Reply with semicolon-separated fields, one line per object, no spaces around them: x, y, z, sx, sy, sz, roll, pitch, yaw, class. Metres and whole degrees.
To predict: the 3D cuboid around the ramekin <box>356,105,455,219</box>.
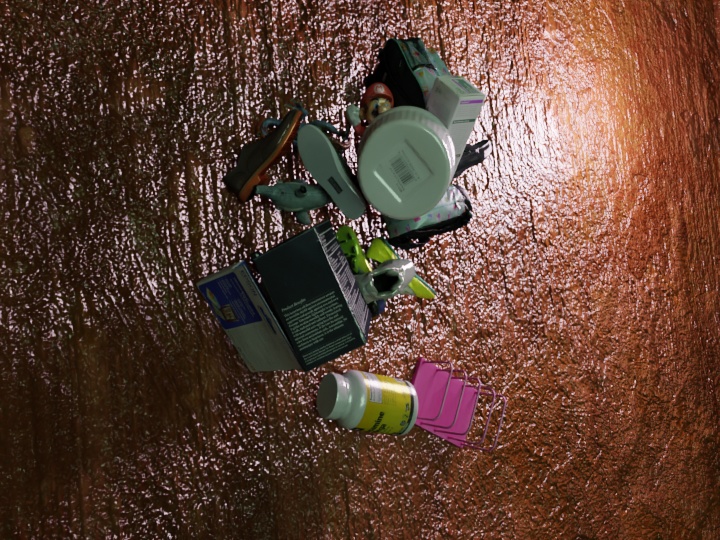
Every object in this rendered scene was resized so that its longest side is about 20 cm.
0.083;-0.197;1.039;0.203;0.197;0.098;55;19;-15;ramekin

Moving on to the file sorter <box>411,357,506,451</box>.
0.217;0.306;1.245;0.197;0.124;0.143;32;68;-26;file sorter

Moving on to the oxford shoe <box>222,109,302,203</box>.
-0.183;-0.226;1.028;0.072;0.071;0.201;39;97;-3;oxford shoe

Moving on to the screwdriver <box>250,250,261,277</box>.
-0.159;0.053;1.077;0.204;0.027;0.029;63;30;-8;screwdriver

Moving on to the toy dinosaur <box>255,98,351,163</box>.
-0.119;-0.268;1.129;0.175;0.200;0.109;14;90;4;toy dinosaur

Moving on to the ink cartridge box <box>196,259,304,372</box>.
-0.184;0.083;0.957;0.047;0.197;0.202;-38;105;-39;ink cartridge box

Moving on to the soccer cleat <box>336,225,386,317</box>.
-0.001;0.001;1.183;0.083;0.063;0.206;-28;98;-60;soccer cleat

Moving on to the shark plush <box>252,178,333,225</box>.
-0.129;-0.158;1.064;0.197;0.081;0.094;19;70;-50;shark plush

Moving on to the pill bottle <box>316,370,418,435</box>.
0.013;0.268;1.122;0.195;0.111;0.117;17;76;-30;pill bottle

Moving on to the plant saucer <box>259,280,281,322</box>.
-0.111;0.074;1.075;0.196;0.035;0.207;19;63;-41;plant saucer

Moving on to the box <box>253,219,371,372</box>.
-0.074;0.034;0.953;0.120;0.200;0.204;-23;96;6;box

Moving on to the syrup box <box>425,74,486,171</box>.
0.169;-0.278;1.112;0.080;0.204;0.079;-13;48;-34;syrup box

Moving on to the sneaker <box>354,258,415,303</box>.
0.061;0.022;1.117;0.197;0.098;0.080;-25;97;-44;sneaker

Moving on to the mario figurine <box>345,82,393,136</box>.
0.037;-0.277;1.119;0.122;0.103;0.208;-5;96;-54;mario figurine

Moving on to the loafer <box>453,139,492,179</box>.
0.255;-0.287;1.368;0.198;0.067;0.072;-33;112;-28;loafer

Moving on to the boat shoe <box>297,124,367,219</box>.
-0.053;-0.192;1.073;0.203;0.067;0.057;57;26;-14;boat shoe

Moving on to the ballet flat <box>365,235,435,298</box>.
0.085;0.011;1.234;0.067;0.067;0.200;-47;108;-5;ballet flat

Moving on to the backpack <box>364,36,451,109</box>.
0.116;-0.376;1.200;0.149;0.176;0.205;-8;66;-31;backpack

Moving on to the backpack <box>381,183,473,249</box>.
0.131;-0.127;1.211;0.196;0.165;0.130;-15;82;-41;backpack
